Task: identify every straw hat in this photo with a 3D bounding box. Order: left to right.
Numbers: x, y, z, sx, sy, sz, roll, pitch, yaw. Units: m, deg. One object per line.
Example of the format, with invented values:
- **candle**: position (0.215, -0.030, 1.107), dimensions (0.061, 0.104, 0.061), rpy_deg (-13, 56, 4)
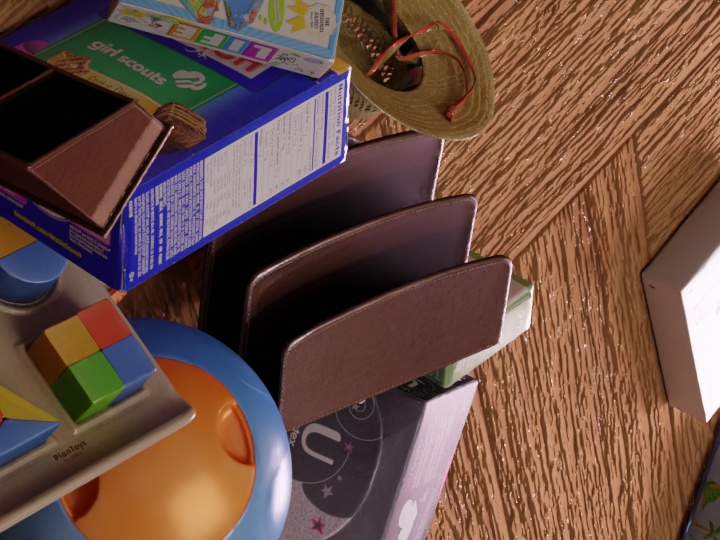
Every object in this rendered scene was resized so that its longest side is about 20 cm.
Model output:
- **straw hat**: position (-0.005, -0.151, 1.633), dimensions (0.085, 0.202, 0.200), rpy_deg (-33, 164, 34)

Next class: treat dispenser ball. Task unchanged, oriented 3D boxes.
- **treat dispenser ball**: position (-0.143, 0.131, 1.519), dimensions (0.200, 0.200, 0.202), rpy_deg (-32, 134, -40)

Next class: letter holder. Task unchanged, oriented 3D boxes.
- **letter holder**: position (0.000, 0.000, 1.609), dimensions (0.199, 0.101, 0.143), rpy_deg (-21, 135, -33)

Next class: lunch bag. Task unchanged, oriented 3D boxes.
- **lunch bag**: position (0.420, 0.228, 2.473), dimensions (0.160, 0.082, 0.201), rpy_deg (2, 109, -57)

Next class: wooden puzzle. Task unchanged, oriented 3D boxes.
- **wooden puzzle**: position (-0.211, 0.039, 1.378), dimensions (0.185, 0.200, 0.046), rpy_deg (-29, 165, -42)

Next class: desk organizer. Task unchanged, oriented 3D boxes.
- **desk organizer**: position (-0.207, -0.096, 1.293), dimensions (0.072, 0.199, 0.077), rpy_deg (-59, 144, -9)

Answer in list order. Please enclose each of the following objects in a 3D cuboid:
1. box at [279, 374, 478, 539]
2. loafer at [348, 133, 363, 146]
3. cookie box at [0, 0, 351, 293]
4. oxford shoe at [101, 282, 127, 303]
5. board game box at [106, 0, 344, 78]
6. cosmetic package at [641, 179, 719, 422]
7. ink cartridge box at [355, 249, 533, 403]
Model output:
- **box**: position (-0.017, 0.156, 1.755), dimensions (0.115, 0.131, 0.201), rpy_deg (-14, 124, -68)
- **loafer**: position (-0.046, -0.057, 1.662), dimensions (0.199, 0.063, 0.072), rpy_deg (-9, 116, -52)
- **cookie box**: position (-0.132, -0.093, 1.424), dimensions (0.200, 0.171, 0.076), rpy_deg (-33, 142, -40)
- **oxford shoe**: position (-0.172, -0.029, 1.518), dimensions (0.200, 0.071, 0.073), rpy_deg (-50, 124, -30)
- **board game box**: position (-0.066, -0.228, 1.406), dimensions (0.133, 0.034, 0.202), rpy_deg (14, 72, -15)
- **cosmetic package**: position (0.342, 0.026, 2.266), dimensions (0.151, 0.051, 0.201), rpy_deg (-46, 142, -23)
- **ink cartridge box**: position (0.011, 0.036, 1.724), dimensions (0.200, 0.145, 0.048), rpy_deg (-33, 141, -39)
